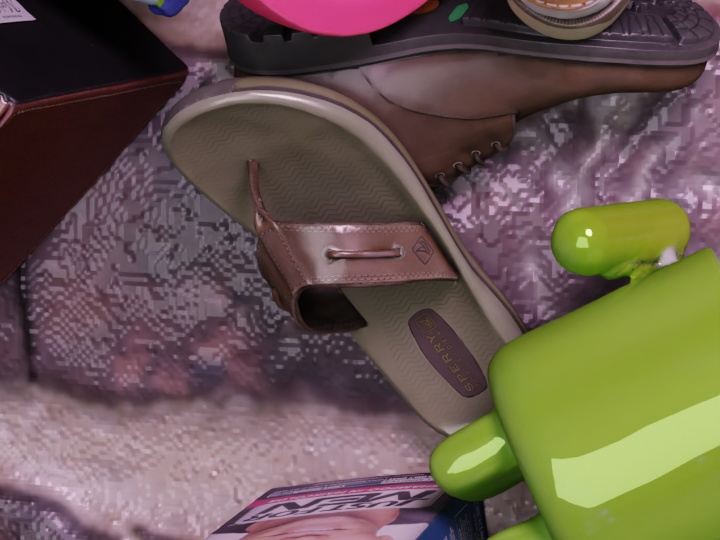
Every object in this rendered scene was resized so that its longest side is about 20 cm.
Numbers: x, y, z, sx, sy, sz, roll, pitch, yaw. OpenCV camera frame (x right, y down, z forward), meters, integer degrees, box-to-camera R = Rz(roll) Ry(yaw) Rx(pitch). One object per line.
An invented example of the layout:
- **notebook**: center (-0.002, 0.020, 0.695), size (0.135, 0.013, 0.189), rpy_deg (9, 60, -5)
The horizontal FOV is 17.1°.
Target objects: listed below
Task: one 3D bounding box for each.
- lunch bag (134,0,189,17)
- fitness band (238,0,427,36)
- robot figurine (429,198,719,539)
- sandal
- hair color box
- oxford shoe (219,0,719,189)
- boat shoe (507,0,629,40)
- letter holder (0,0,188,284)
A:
- **lunch bag**: center (-0.102, -0.227, 0.931), size (0.169, 0.127, 0.201), rpy_deg (28, 96, -21)
- **fitness band**: center (0.013, -0.182, 0.910), size (0.200, 0.144, 0.037), rpy_deg (-48, 42, -15)
- **robot figurine**: center (0.128, 0.058, 0.932), size (0.199, 0.116, 0.176), rpy_deg (-25, 75, 7)
- **sandal**: center (0.001, 0.000, 0.960), size (0.080, 0.057, 0.201), rpy_deg (-32, 111, 33)
- **hair color box**: center (-0.015, 0.131, 0.941), size (0.099, 0.200, 0.061), rpy_deg (-7, 96, 15)
- **oxford shoe**: center (0.047, -0.078, 0.973), size (0.198, 0.073, 0.085), rpy_deg (-1, 120, 13)
- **boat shoe**: center (0.112, -0.186, 0.903), size (0.074, 0.068, 0.201), rpy_deg (20, 80, 11)
- **letter holder**: center (-0.176, -0.055, 0.956), size (0.101, 0.200, 0.142), rpy_deg (43, 106, 5)
